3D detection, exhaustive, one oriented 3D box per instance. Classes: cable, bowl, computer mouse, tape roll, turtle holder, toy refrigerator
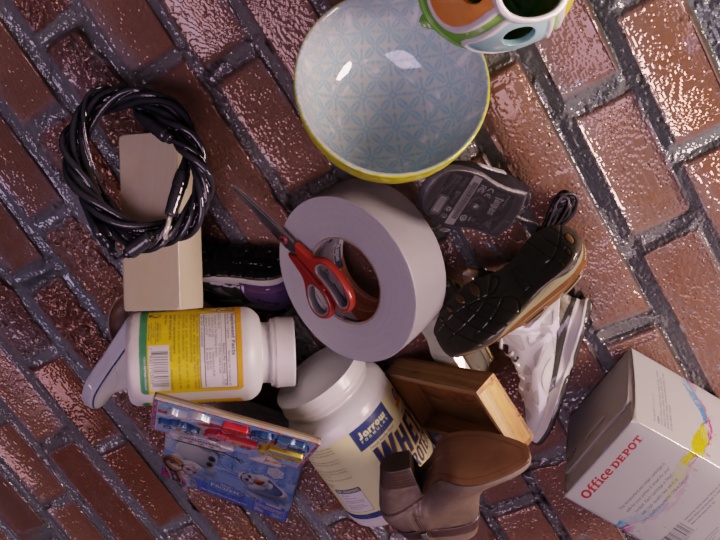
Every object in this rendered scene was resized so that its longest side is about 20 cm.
[{"bbox_3d":[-0.252,-0.121,1.044,0.161,0.051,0.203,-24,83,14],"label":"cable"},{"bbox_3d":[0.028,-0.173,0.974,0.197,0.203,0.108,21,165,2],"label":"bowl"},{"bbox_3d":[0.133,-0.055,1.039,0.197,0.046,0.142,10,126,-26],"label":"computer mouse"},{"bbox_3d":[0.000,0.000,1.077,0.198,0.066,0.204,21,125,32],"label":"tape roll"},{"bbox_3d":[0.148,-0.265,0.872,0.183,0.132,0.143,19,102,-24],"label":"turtle holder"},{"bbox_3d":[-0.233,-0.056,1.101,0.074,0.070,0.204,-3,90,16],"label":"toy refrigerator"}]

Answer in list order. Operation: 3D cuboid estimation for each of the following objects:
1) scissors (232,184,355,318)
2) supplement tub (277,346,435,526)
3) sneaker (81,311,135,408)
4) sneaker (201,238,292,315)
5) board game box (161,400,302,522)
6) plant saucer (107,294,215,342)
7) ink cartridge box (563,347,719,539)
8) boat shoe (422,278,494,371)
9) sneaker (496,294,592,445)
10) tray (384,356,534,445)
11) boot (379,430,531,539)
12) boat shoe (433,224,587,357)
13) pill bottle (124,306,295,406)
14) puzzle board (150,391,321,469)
[{"bbox_3d":[-0.075,-0.032,1.072,0.202,0.014,0.073,57,138,3],"label":"scissors"},{"bbox_3d":[-0.003,0.208,1.194,0.143,0.146,0.201,-25,111,26],"label":"supplement tub"},{"bbox_3d":[-0.308,0.132,1.228,0.070,0.073,0.200,37,131,-3],"label":"sneaker"},{"bbox_3d":[-0.179,0.018,1.176,0.196,0.076,0.089,10,134,15],"label":"sneaker"},{"bbox_3d":[-0.176,0.253,1.303,0.197,0.044,0.201,19,134,3],"label":"board game box"},{"bbox_3d":[-0.240,0.093,1.242,0.196,0.035,0.203,11,130,13],"label":"plant saucer"},{"bbox_3d":[0.360,0.223,1.106,0.198,0.145,0.146,30,123,-4],"label":"ink cartridge box"},{"bbox_3d":[0.099,0.047,1.125,0.072,0.060,0.204,6,127,61],"label":"boat shoe"},{"bbox_3d":[0.202,0.109,1.137,0.113,0.076,0.204,18,115,14],"label":"sneaker"},{"bbox_3d":[0.115,0.160,1.132,0.099,0.037,0.199,56,156,-18],"label":"tray"},{"bbox_3d":[0.114,0.261,1.090,0.196,0.071,0.148,-7,131,21],"label":"boot"},{"bbox_3d":[0.175,0.033,1.050,0.199,0.076,0.074,-37,147,18],"label":"boat shoe"},{"bbox_3d":[-0.178,0.102,1.124,0.196,0.113,0.115,-2,121,-7],"label":"pill bottle"},{"bbox_3d":[-0.155,0.199,1.118,0.196,0.018,0.151,17,153,-7],"label":"puzzle board"}]
